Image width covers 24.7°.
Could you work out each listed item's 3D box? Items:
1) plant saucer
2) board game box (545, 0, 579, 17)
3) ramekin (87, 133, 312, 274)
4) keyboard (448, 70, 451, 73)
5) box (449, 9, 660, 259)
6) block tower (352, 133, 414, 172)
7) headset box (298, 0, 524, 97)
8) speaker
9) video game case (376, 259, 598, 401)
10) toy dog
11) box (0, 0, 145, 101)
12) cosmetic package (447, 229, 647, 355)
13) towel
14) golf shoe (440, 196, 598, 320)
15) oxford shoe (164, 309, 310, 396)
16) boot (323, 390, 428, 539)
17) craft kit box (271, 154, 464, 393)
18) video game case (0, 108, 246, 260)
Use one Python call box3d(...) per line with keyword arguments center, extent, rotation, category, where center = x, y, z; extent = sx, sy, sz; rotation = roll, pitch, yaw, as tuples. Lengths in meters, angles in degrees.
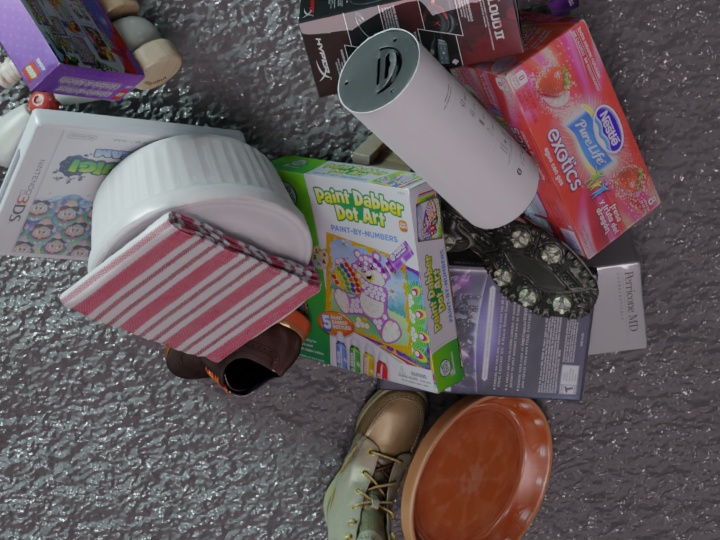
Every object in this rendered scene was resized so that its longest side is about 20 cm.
box3d(center=(0.116, 0.213, 1.673), extent=(0.200, 0.032, 0.201), rotation=(-17, 117, -36), category="plant saucer")
box3d(center=(0.130, -0.321, 1.377), extent=(0.032, 0.120, 0.200), rotation=(-24, 117, 11), category="board game box")
box3d(center=(-0.151, -0.038, 1.489), extent=(0.202, 0.094, 0.203), rotation=(-12, 146, -8), category="ramekin")
box3d(center=(0.116, -0.113, 1.553), extent=(0.127, 0.021, 0.200), rotation=(-23, 116, 13), category="keyboard")
box3d(center=(0.175, -0.123, 1.484), extent=(0.095, 0.103, 0.200), rotation=(-37, 117, -17), category="box")
box3d(center=(0.021, -0.027, 1.576), extent=(0.058, 0.054, 0.200), rotation=(13, 121, 17), category="block tower")
box3d(center=(0.053, -0.231, 1.414), extent=(0.200, 0.149, 0.075), rotation=(-12, 121, 7), category="headset box")
box3d(center=(0.068, -0.115, 1.369), extent=(0.081, 0.081, 0.200), rotation=(-33, 138, 18), category="speaker")
box3d(center=(0.119, 0.056, 1.569), extent=(0.200, 0.019, 0.143), rotation=(4, 120, 1), category="video game case")
box3d(center=(-0.243, -0.168, 1.489), extent=(0.200, 0.096, 0.132), rotation=(-18, 76, 18), category="toy dog")
box3d(center=(-0.275, -0.234, 1.374), extent=(0.039, 0.137, 0.200), rotation=(-37, 78, 20), category="box")
box3d(center=(0.172, 0.030, 1.604), extent=(0.200, 0.071, 0.102), rotation=(-8, 119, 5), category="cosmetic package")
box3d(center=(-0.148, 0.015, 1.460), extent=(0.146, 0.030, 0.200), rotation=(-35, 142, 28), category="towel")
box3d(center=(0.136, -0.032, 1.505), extent=(0.200, 0.088, 0.077), rotation=(32, 121, 9), category="golf shoe")
box3d(center=(-0.133, 0.085, 1.602), extent=(0.071, 0.073, 0.200), rotation=(35, 147, -28), category="oxford shoe")
box3d(center=(0.016, 0.226, 1.669), extent=(0.072, 0.155, 0.200), rotation=(21, 118, -11), category="boot")
box3d(center=(0.000, 0.000, 1.522), extent=(0.200, 0.048, 0.198), rotation=(11, 115, 44), category="craft kit box")
box3d(center=(-0.228, -0.071, 1.512), extent=(0.200, 0.024, 0.182), rotation=(4, 140, -29), category="video game case")
